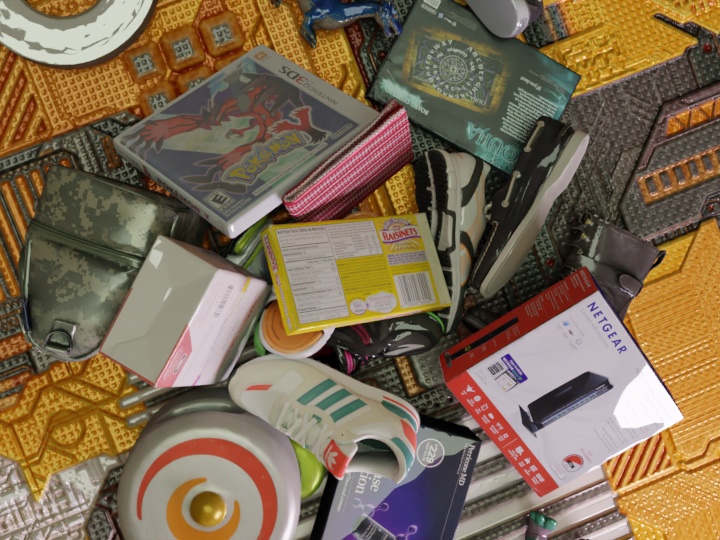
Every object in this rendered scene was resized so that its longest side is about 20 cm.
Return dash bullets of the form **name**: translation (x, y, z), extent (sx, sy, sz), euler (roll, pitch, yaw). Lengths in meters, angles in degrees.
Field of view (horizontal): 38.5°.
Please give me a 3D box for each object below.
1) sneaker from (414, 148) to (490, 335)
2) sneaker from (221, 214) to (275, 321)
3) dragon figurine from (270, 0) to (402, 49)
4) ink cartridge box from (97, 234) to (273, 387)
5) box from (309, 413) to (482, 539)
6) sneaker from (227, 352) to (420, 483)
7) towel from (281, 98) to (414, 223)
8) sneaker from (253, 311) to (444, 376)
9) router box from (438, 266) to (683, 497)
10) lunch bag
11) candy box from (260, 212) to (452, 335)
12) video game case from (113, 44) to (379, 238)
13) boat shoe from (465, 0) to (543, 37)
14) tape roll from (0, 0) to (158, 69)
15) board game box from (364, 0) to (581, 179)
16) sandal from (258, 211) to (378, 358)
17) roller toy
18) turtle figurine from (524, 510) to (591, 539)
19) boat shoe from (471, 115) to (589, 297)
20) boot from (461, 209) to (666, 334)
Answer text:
- **sneaker**: translation (0.103, -0.029, 1.097), extent (0.080, 0.074, 0.202), euler (-7, 107, -37)
- **sneaker**: translation (-0.131, 0.038, 1.078), extent (0.081, 0.074, 0.201), euler (34, 91, -11)
- **dragon figurine**: translation (-0.044, -0.303, 1.072), extent (0.099, 0.059, 0.200), euler (-43, 93, -3)
- **ink cartridge box**: translation (-0.155, 0.042, 0.968), extent (0.067, 0.200, 0.117), euler (29, 90, 12)
- **box**: translation (0.032, 0.252, 1.102), extent (0.140, 0.079, 0.202), euler (16, 91, -9)
- **sneaker**: translation (-0.035, 0.147, 0.996), extent (0.198, 0.094, 0.071), euler (20, 121, -9)
- **towel**: translation (-0.009, -0.095, 1.020), extent (0.144, 0.200, 0.023), euler (-40, 82, -1)
- **sneaker**: translation (-0.009, 0.081, 1.066), extent (0.198, 0.084, 0.077), euler (-6, 132, -9)
- **router box**: translation (0.208, 0.120, 1.068), extent (0.179, 0.049, 0.200), euler (-33, 118, 14)
- **lunch bag**: translation (-0.244, -0.002, 0.997), extent (0.138, 0.200, 0.169), euler (16, 91, 2)
- **candy box**: translation (0.000, 0.000, 1.008), extent (0.199, 0.026, 0.103), euler (-7, 74, -39)
- **video game case**: translation (-0.110, -0.134, 1.006), extent (0.182, 0.023, 0.200), euler (35, 61, 31)
- **boat shoe**: translation (0.124, -0.339, 1.087), extent (0.066, 0.070, 0.200), euler (-33, 81, -34)
- **tape roll**: translation (-0.305, -0.310, 1.057), extent (0.201, 0.037, 0.205), euler (0, 93, -5)
- **board game box**: translation (0.121, -0.198, 1.111), extent (0.199, 0.028, 0.136), euler (29, 90, -7)
- **sandal**: translation (-0.042, -0.003, 1.044), extent (0.079, 0.059, 0.207), euler (15, 52, 23)
- **roller toy**: translation (-0.151, 0.223, 1.043), extent (0.182, 0.140, 0.200), euler (39, 94, -7)
- **turtle figurine**: translation (0.185, 0.373, 1.113), extent (0.149, 0.101, 0.201), euler (33, 74, -21)
- **boat shoe**: translation (0.164, -0.068, 1.074), extent (0.060, 0.074, 0.201), euler (30, 92, 19)
- **boot**: translation (0.221, 0.017, 1.120), extent (0.199, 0.069, 0.175), euler (18, 88, -14)
